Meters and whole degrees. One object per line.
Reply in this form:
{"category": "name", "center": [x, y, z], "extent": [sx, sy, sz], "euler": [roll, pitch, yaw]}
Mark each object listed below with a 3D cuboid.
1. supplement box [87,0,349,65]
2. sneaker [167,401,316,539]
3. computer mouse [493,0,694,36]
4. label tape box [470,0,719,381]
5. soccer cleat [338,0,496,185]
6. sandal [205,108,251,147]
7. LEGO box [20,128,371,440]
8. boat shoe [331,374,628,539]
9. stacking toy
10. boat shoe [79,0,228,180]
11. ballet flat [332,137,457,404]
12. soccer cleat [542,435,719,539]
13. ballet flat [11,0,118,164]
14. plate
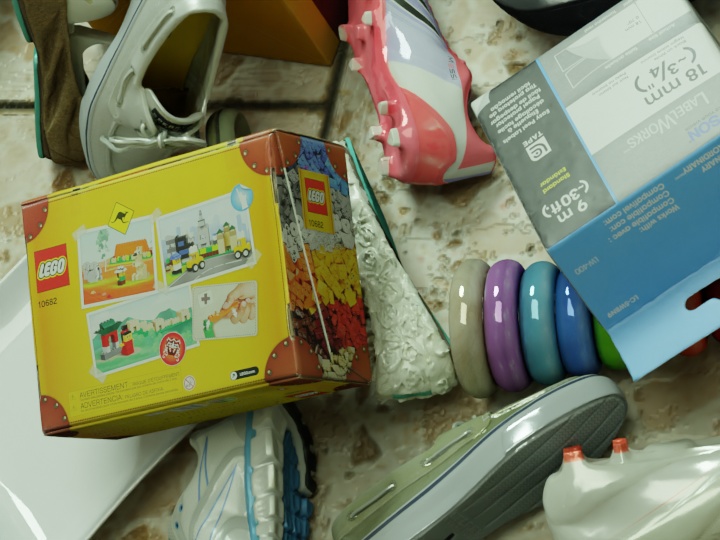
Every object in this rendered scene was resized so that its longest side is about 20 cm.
{"category": "supplement box", "center": [-0.096, -0.271, 1.608], "extent": [0.197, 0.133, 0.201], "euler": [10, 69, 27]}
{"category": "sneaker", "center": [-0.077, 0.175, 1.413], "extent": [0.086, 0.075, 0.201], "euler": [-15, 51, 22]}
{"category": "computer mouse", "center": [0.178, -0.187, 1.495], "extent": [0.199, 0.053, 0.139], "euler": [-3, 49, 19]}
{"category": "label tape box", "center": [0.167, -0.058, 1.340], "extent": [0.144, 0.063, 0.200], "euler": [-34, 47, 11]}
{"category": "soccer cleat", "center": [0.036, -0.140, 1.534], "extent": [0.076, 0.067, 0.201], "euler": [2, 54, -19]}
{"category": "sandal", "center": [-0.062, -0.024, 1.503], "extent": [0.057, 0.080, 0.202], "euler": [-10, 60, 2]}
{"category": "LEGO box", "center": [-0.103, 0.013, 1.410], "extent": [0.199, 0.077, 0.150], "euler": [-13, 77, 32]}
{"category": "boat shoe", "center": [0.065, 0.118, 1.377], "extent": [0.200, 0.072, 0.062], "euler": [-36, 51, 3]}
{"category": "stacking toy", "center": [0.156, 0.029, 1.384], "extent": [0.199, 0.085, 0.086], "euler": [-4, 63, 15]}
{"category": "boat shoe", "center": [-0.127, -0.109, 1.517], "extent": [0.202, 0.074, 0.086], "euler": [-60, 36, 39]}
{"category": "ballet flat", "center": [0.000, 0.000, 1.461], "extent": [0.072, 0.072, 0.200], "euler": [-30, 55, 6]}
{"category": "soccer cleat", "center": [0.204, 0.127, 1.324], "extent": [0.199, 0.069, 0.078], "euler": [-9, 90, 10]}
{"category": "ballet flat", "center": [-0.195, -0.158, 1.567], "extent": [0.072, 0.201, 0.068], "euler": [-6, 36, 0]}
{"category": "plate", "center": [-0.190, 0.080, 1.525], "extent": [0.200, 0.032, 0.199], "euler": [-46, 56, -5]}
